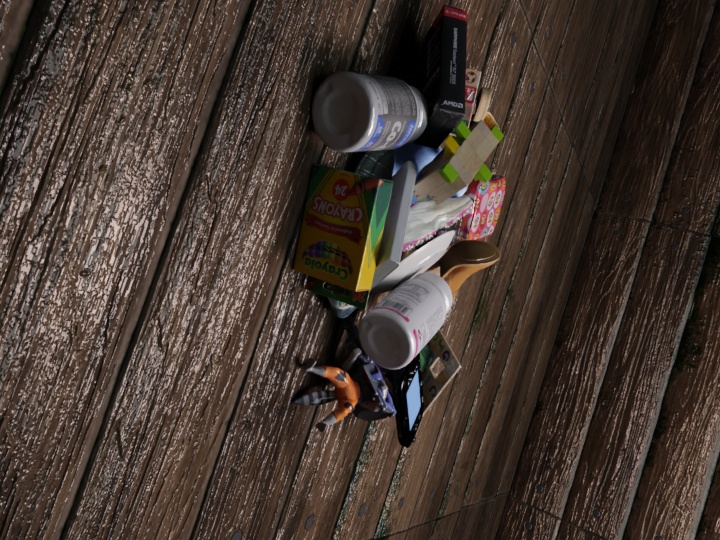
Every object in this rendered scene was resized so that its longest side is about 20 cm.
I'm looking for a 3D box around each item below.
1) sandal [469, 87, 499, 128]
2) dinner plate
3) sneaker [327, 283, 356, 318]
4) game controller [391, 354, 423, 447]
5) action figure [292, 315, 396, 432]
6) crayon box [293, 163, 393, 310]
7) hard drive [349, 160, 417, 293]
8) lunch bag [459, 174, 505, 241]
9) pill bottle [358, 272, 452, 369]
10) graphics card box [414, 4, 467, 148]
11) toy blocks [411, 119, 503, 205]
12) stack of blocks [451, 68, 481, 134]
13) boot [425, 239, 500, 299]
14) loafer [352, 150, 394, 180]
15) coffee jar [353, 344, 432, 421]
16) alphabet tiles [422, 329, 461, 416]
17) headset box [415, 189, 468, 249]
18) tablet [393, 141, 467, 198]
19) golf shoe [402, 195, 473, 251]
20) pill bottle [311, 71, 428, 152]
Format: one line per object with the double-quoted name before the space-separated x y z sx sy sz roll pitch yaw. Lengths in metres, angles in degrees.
"sandal" 0.262 -0.301 1.386 0.212 0.068 0.079 101 1 -69
"dinner plate" 0.106 -0.009 1.267 0.199 0.024 0.200 -36 170 -7
"sneaker" 0.000 0.000 1.179 0.201 0.077 0.087 -51 162 -32
"game controller" 0.095 0.247 1.267 0.104 0.042 0.203 -48 144 -38
"action figure" -0.029 0.187 1.185 0.192 0.104 0.203 1 60 -49
"crayon box" -0.031 -0.051 1.017 0.051 0.125 0.204 -3 106 -59
"hard drive" 0.040 -0.069 1.093 0.132 0.026 0.203 -42 -152 52
"lunch bag" 0.276 -0.140 1.572 0.199 0.081 0.180 -16 119 -58
"pill bottle" 0.090 0.085 1.214 0.199 0.112 0.115 -37 135 -51
"graphics card box" 0.137 -0.329 1.133 0.125 0.050 0.204 134 -36 -66
"toy blocks" 0.152 -0.175 1.145 0.100 0.136 0.201 48 49 -10
"stack of blocks" 0.190 -0.321 1.275 0.200 0.057 0.117 -47 150 -77
"boot" 0.213 0.022 1.467 0.197 0.077 0.157 -19 139 -10
"loafer" -0.002 -0.126 1.119 0.071 0.062 0.203 26 76 -30
"coffee jar" 0.058 0.216 1.338 0.086 0.104 0.200 56 46 -10
"alphabet tiles" 0.125 0.224 1.410 0.007 0.168 0.201 23 112 -29
"headset box" 0.145 -0.127 1.349 0.199 0.076 0.152 -14 116 -60
"tablet" 0.111 -0.175 1.222 0.131 0.014 0.200 -49 124 -8
"golf shoe" 0.130 -0.111 1.203 0.199 0.092 0.075 -29 175 -38
"pill bottle" 0.023 -0.245 1.028 0.199 0.112 0.116 -19 121 -56
